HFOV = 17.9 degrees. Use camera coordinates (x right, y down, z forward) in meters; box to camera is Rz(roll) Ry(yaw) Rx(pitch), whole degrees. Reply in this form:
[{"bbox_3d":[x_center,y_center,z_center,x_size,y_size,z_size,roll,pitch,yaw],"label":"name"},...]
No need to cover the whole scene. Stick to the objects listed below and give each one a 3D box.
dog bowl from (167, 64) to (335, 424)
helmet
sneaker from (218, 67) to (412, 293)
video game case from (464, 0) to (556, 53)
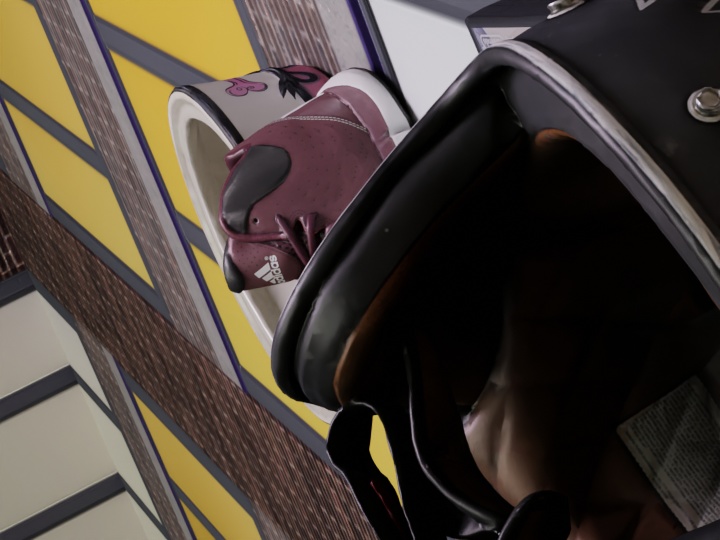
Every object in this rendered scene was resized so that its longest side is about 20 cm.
[{"bbox_3d":[-0.027,-0.021,1.226,0.200,0.074,0.200,58,166,23],"label":"dog bowl"},{"bbox_3d":[0.092,0.017,0.605,0.200,0.191,0.200,36,-160,-15],"label":"helmet"},{"bbox_3d":[0.000,0.000,1.072,0.200,0.115,0.076,54,164,35],"label":"sneaker"},{"bbox_3d":[0.113,-0.013,0.820,0.181,0.025,0.200,66,166,-12],"label":"video game case"}]
